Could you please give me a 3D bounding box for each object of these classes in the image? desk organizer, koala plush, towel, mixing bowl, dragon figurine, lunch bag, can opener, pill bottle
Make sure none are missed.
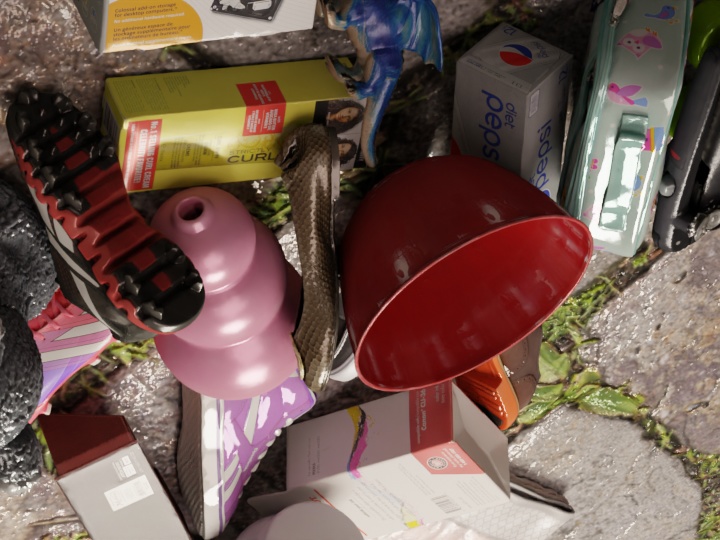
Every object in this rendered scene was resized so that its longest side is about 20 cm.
[{"bbox_3d":[-0.194,0.186,1.824,0.072,0.077,0.200,-25,138,-4],"label":"desk organizer"},{"bbox_3d":[-0.277,0.047,1.554,0.183,0.200,0.178,-19,136,-11],"label":"koala plush"},{"bbox_3d":[0.077,0.255,2.070,0.200,0.032,0.191,25,116,-41],"label":"towel"},{"bbox_3d":[0.060,-0.014,1.647,0.200,0.109,0.200,-25,153,-13],"label":"mixing bowl"},{"bbox_3d":[0.025,-0.167,1.568,0.099,0.059,0.200,-18,112,-9],"label":"dragon figurine"},{"bbox_3d":[0.197,-0.118,1.672,0.077,0.161,0.200,12,135,6],"label":"lunch bag"},{"bbox_3d":[0.257,-0.094,1.704,0.063,0.079,0.200,-28,147,-28],"label":"can opener"},{"bbox_3d":[-0.075,0.276,1.897,0.114,0.114,0.200,-1,155,-27],"label":"pill bottle"}]

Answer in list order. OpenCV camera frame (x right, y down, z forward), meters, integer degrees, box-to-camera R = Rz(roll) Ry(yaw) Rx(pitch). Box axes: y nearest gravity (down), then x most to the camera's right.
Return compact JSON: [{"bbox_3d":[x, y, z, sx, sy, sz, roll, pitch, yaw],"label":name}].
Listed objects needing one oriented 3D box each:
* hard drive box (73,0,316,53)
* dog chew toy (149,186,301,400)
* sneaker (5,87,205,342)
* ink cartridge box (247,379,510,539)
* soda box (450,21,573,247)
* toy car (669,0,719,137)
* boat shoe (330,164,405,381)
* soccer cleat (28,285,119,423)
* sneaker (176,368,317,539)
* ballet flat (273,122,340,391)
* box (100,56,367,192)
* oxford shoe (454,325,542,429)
[{"bbox_3d":[-0.103,-0.251,1.451,0.155,0.077,0.200,-10,134,-20],"label":"hard drive box"},{"bbox_3d":[-0.104,0.010,1.655,0.124,0.125,0.200,-23,146,-6],"label":"dog chew toy"},{"bbox_3d":[-0.192,-0.031,1.562,0.071,0.201,0.098,-33,177,-35],"label":"sneaker"},{"bbox_3d":[0.014,0.169,1.898,0.200,0.068,0.116,-18,141,22],"label":"ink cartridge box"},{"bbox_3d":[0.112,-0.087,1.714,0.063,0.068,0.200,-42,149,-36],"label":"soda box"},{"bbox_3d":[0.370,-0.137,1.759,0.200,0.164,0.158,-21,138,-23],"label":"toy car"},{"bbox_3d":[0.000,0.000,1.756,0.066,0.070,0.200,12,124,-29],"label":"boat shoe"},{"bbox_3d":[-0.237,0.048,1.681,0.076,0.067,0.200,25,118,-34],"label":"soccer cleat"},{"bbox_3d":[-0.089,0.140,1.842,0.114,0.073,0.201,-12,135,-22],"label":"sneaker"},{"bbox_3d":[-0.040,-0.008,1.619,0.046,0.067,0.201,-2,108,-9],"label":"ballet flat"},{"bbox_3d":[-0.088,-0.106,1.617,0.199,0.050,0.075,-6,134,-23],"label":"box"},{"bbox_3d":[0.110,0.042,1.869,0.073,0.071,0.200,-43,142,-26],"label":"oxford shoe"}]
